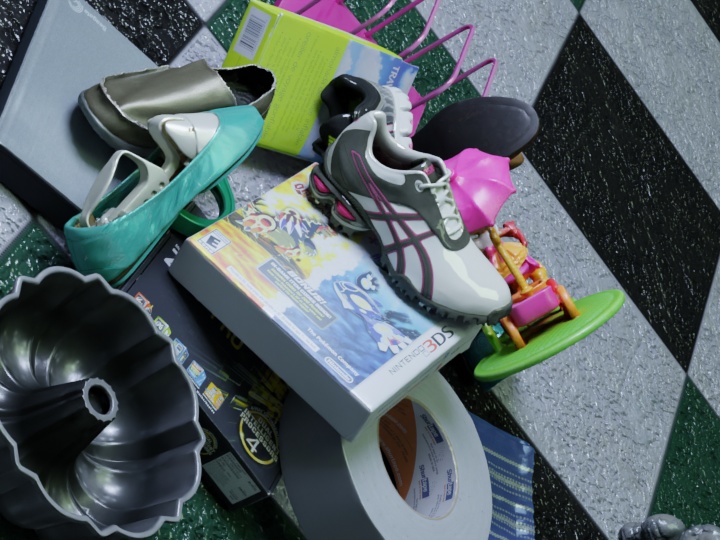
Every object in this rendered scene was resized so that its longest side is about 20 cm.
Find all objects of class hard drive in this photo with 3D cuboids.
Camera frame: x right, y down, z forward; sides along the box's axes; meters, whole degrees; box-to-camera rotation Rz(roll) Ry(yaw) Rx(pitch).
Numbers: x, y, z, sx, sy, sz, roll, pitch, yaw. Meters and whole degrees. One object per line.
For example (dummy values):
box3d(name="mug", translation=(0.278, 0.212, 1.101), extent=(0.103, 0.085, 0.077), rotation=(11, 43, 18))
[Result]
box3d(name="hard drive", translation=(-0.223, -0.122, 1.449), extent=(0.140, 0.033, 0.200), rotation=(41, 38, -29))

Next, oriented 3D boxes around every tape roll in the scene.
box3d(name="tape roll", translation=(0.023, 0.161, 1.473), extent=(0.200, 0.066, 0.201), rotation=(34, 44, -40))

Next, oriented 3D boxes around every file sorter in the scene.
box3d(name="file sorter", translation=(0.026, -0.223, 1.780), extent=(0.200, 0.125, 0.139), rotation=(48, 35, -20))

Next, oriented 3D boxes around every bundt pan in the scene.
box3d(name="bundt pan", translation=(-0.206, 0.103, 1.268), extent=(0.202, 0.076, 0.202), rotation=(33, 43, -38))

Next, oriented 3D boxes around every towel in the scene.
box3d(name="towel", translation=(0.117, 0.225, 1.673), extent=(0.145, 0.024, 0.200), rotation=(32, 44, -37))

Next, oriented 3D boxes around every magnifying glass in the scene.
box3d(name="magnifying glass", translation=(-0.137, -0.098, 1.499), extent=(0.079, 0.022, 0.200), rotation=(30, 36, -21))

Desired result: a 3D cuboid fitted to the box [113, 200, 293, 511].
box3d(name="box", translation=(-0.118, 0.067, 1.442), extent=(0.200, 0.049, 0.161), rotation=(53, 31, -14))

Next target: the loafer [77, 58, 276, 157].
box3d(name="loafer", translation=(-0.143, -0.142, 1.458), extent=(0.200, 0.070, 0.075), rotation=(-14, 61, -52))

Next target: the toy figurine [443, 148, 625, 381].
box3d(name="toy figurine", translation=(0.123, -0.022, 1.607), extent=(0.184, 0.150, 0.200), rotation=(60, 3, -6))

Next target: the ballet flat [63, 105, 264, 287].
box3d(name="ballet flat", translation=(-0.151, -0.075, 1.379), extent=(0.200, 0.067, 0.070), rotation=(-49, 127, -23))

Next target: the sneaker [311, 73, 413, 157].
box3d(name="sneaker", translation=(0.000, -0.094, 1.583), extent=(0.087, 0.074, 0.200), rotation=(25, 46, -33))

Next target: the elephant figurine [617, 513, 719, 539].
box3d(name="elephant figurine", translation=(0.299, 0.352, 1.761), extent=(0.142, 0.155, 0.200), rotation=(91, 8, -59))

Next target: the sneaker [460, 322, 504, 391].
box3d(name="sneaker", translation=(0.105, 0.053, 1.734), extent=(0.200, 0.084, 0.121), rotation=(14, 46, -51))

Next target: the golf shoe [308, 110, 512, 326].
box3d(name="golf shoe", translation=(0.049, -0.038, 1.446), extent=(0.200, 0.088, 0.077), rotation=(41, 36, 7))

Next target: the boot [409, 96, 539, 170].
box3d(name="boot", translation=(0.115, -0.104, 1.731), extent=(0.200, 0.188, 0.069), rotation=(4, 59, -63))

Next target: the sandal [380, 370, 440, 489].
box3d(name="sandal", translation=(0.013, 0.138, 1.581), extent=(0.075, 0.048, 0.201), rotation=(47, 48, -24))

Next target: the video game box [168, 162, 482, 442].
box3d(name="video game box", translation=(-0.022, 0.020, 1.439), extent=(0.200, 0.047, 0.182), rotation=(42, 37, 10))

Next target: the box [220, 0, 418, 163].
box3d(name="box", translation=(-0.044, -0.162, 1.646), extent=(0.048, 0.122, 0.200), rotation=(33, 13, 38))
